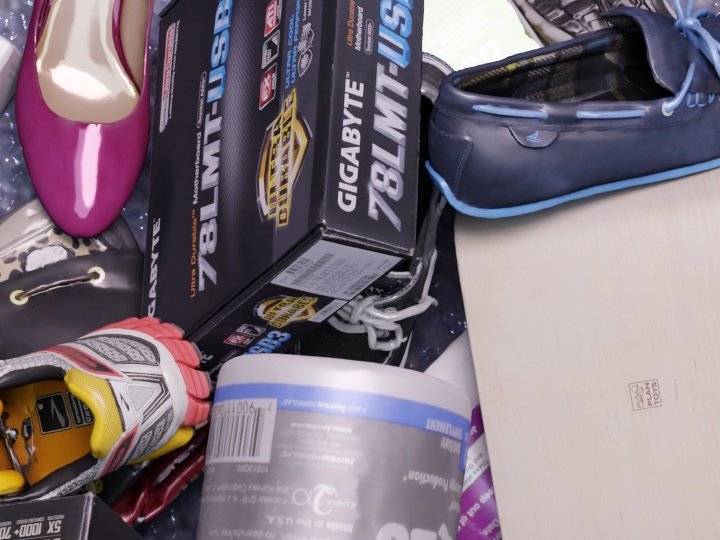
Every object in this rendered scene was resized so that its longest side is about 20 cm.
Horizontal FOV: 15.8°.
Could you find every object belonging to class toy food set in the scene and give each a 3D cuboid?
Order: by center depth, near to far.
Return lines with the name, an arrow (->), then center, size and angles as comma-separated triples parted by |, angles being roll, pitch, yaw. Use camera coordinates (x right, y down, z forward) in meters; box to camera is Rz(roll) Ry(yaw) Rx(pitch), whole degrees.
toy food set -> 0.127, 0.055, 1.148 | 0.143, 0.060, 0.201 | -10, 85, 10

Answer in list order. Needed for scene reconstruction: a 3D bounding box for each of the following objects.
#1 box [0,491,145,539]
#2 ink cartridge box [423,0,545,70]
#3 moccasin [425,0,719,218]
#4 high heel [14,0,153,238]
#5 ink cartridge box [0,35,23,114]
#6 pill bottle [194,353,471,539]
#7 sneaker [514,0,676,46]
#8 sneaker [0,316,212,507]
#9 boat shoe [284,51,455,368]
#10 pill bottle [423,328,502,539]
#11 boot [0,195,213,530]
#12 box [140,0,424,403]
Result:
box -> -0.172, 0.180, 1.150 | 0.199, 0.164, 0.086 | -8, 57, 22
ink cartridge box -> 0.053, -0.096, 1.244 | 0.059, 0.104, 0.200 | -35, 86, -2
moccasin -> 0.124, -0.080, 1.125 | 0.200, 0.068, 0.080 | -22, 42, -20
high heel -> -0.128, -0.120, 1.224 | 0.067, 0.096, 0.201 | 0, 69, -10
ink cartridge box -> -0.264, -0.051, 1.256 | 0.115, 0.068, 0.200 | 33, 85, 3
pill bottle -> -0.018, 0.143, 1.105 | 0.113, 0.114, 0.201 | 7, 80, 0
sneaker -> 0.140, -0.079, 1.226 | 0.074, 0.079, 0.200 | -27, 58, -6
sneaker -> -0.166, 0.072, 1.140 | 0.200, 0.082, 0.078 | -24, 89, 30
boat shoe -> 0.003, 0.001, 1.180 | 0.073, 0.068, 0.200 | 21, 109, -5
pill bottle -> 0.090, 0.130, 1.221 | 0.200, 0.112, 0.112 | 44, 86, 3
boot -> -0.163, 0.067, 1.230 | 0.200, 0.073, 0.151 | -36, 70, -10
box -> -0.037, -0.065, 1.147 | 0.050, 0.198, 0.201 | 15, 64, -25
